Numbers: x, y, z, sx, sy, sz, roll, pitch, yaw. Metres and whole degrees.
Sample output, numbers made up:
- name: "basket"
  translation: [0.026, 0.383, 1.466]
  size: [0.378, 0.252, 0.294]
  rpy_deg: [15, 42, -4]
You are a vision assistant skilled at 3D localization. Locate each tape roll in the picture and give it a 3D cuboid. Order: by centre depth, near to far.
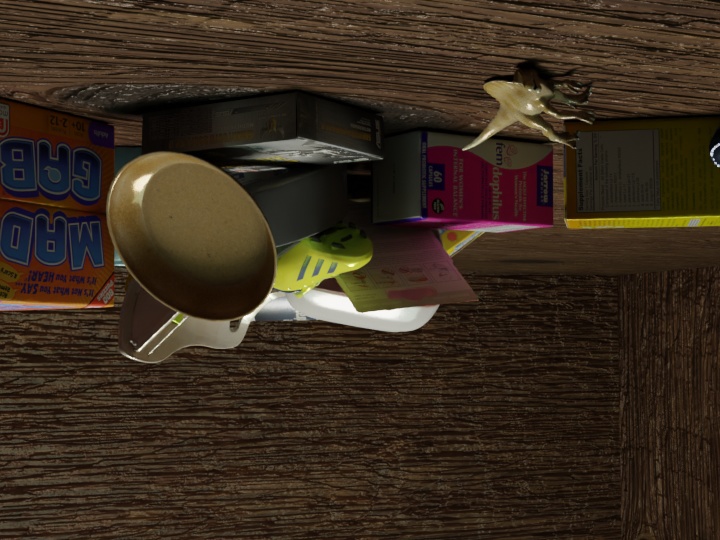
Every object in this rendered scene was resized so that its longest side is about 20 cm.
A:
- name: "tape roll"
  translation: [-0.116, -0.076, 1.487]
  size: [0.200, 0.066, 0.200]
  rpy_deg: [-13, -165, 4]

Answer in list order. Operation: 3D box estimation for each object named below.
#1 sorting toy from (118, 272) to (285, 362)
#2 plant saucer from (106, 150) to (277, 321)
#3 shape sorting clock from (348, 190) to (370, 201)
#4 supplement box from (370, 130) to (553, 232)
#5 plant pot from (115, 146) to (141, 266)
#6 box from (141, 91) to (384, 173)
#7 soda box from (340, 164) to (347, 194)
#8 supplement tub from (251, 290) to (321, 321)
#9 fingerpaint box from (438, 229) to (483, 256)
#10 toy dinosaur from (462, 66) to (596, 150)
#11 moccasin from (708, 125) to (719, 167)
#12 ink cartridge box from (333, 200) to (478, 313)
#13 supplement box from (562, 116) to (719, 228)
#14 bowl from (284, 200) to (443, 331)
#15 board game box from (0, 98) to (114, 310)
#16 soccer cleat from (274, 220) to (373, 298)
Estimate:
- name: "sorting toy"
  translation: [-0.178, 0.032, 1.656]
  size: [0.200, 0.107, 0.180]
  rpy_deg: [-42, 138, 21]
- name: "plant saucer"
  translation: [-0.168, -0.040, 1.379]
  size: [0.200, 0.200, 0.035]
  rpy_deg: [-2, -151, 28]
- name: "shape sorting clock"
  translation: [-0.047, -0.107, 1.947]
  size: [0.200, 0.039, 0.200]
  rpy_deg: [-5, -174, 1]
- name: "supplement box"
  translation: [0.121, -0.101, 1.567]
  size: [0.200, 0.101, 0.103]
  rpy_deg: [2, 177, -35]
- name: "plant pot"
  translation: [-0.291, -0.075, 1.691]
  size: [0.200, 0.135, 0.200]
  rpy_deg: [0, 176, 0]
- name: "box"
  translation: [-0.099, -0.139, 1.379]
  size: [0.200, 0.048, 0.158]
  rpy_deg: [-3, 176, 32]
- name: "soda box"
  translation: [-0.100, -0.105, 1.794]
  size: [0.068, 0.064, 0.200]
  rpy_deg: [2, 176, -37]
- name: "supplement tub"
  translation: [-0.099, -0.003, 1.775]
  size: [0.200, 0.141, 0.140]
  rpy_deg: [-1, 176, 0]
- name: "fingerpaint box"
  translation: [0.103, -0.051, 1.798]
  size: [0.200, 0.073, 0.167]
  rpy_deg: [-36, 176, -2]
- name: "toy dinosaur"
  translation: [0.160, -0.155, 1.245]
  size: [0.101, 0.058, 0.200]
  rpy_deg: [15, 167, -5]
- name: "moccasin"
  translation: [0.426, -0.128, 1.308]
  size: [0.080, 0.068, 0.200]
  rpy_deg: [37, 149, -28]
- name: "ink cartridge box"
  translation: [0.022, -0.006, 1.551]
  size: [0.161, 0.050, 0.200]
  rpy_deg: [-6, -138, -26]
- name: "supplement box"
  translation: [0.324, -0.105, 1.466]
  size: [0.200, 0.109, 0.110]
  rpy_deg: [-1, 176, 11]
- name: "bowl"
  translation: [0.000, 0.000, 1.633]
  size: [0.200, 0.075, 0.200]
  rpy_deg: [9, -143, -5]
- name: "board game box"
  translation: [-0.398, -0.061, 1.400]
  size: [0.200, 0.200, 0.200]
  rpy_deg: [-3, 175, 28]
- name: "soccer cleat"
  translation: [-0.056, -0.009, 1.484]
  size: [0.200, 0.084, 0.065]
  rpy_deg: [2, -158, 44]
